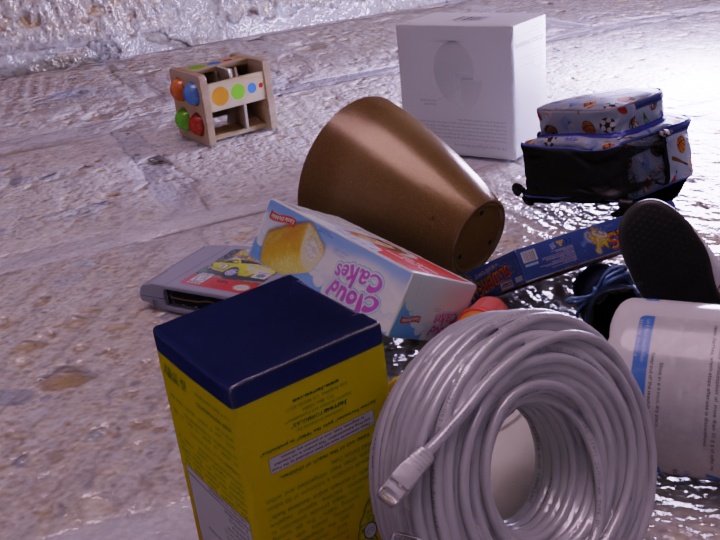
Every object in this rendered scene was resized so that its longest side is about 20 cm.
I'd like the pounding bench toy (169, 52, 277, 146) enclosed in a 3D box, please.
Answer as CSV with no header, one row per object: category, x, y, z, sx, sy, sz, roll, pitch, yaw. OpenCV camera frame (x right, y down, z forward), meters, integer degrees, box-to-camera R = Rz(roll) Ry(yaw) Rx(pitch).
pounding bench toy,-0.272,-0.315,1.807,0.156,0.125,0.200,-20,27,-29

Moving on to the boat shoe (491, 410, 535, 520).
boat shoe,0.127,0.133,0.759,0.074,0.060,0.200,26,55,16

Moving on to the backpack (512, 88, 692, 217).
backpack,0.318,-0.152,1.261,0.190,0.155,0.200,-11,19,-36

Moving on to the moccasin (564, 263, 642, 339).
moccasin,0.242,0.035,0.915,0.068,0.081,0.200,35,10,-23

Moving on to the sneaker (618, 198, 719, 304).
sneaker,0.288,0.012,0.868,0.067,0.201,0.108,-39,9,19

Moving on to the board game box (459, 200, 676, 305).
board game box,0.214,-0.017,1.039,0.199,0.035,0.135,-17,-6,-22

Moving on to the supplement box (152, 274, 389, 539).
supplement box,-0.048,0.123,0.654,0.109,0.201,0.109,-21,28,-29

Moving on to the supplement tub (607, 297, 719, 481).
supplement tub,0.285,0.092,0.733,0.199,0.132,0.132,5,26,24

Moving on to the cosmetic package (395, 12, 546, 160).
cosmetic package,0.174,-0.288,1.543,0.199,0.201,0.123,11,26,33

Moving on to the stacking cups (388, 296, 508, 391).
stacking cups,0.083,0.077,0.909,0.060,0.061,0.200,5,24,23

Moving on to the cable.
cable,0.100,0.125,0.630,0.069,0.200,0.200,-6,43,55

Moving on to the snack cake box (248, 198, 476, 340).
snack cake box,0.000,0.000,1.000,0.200,0.067,0.115,28,9,37

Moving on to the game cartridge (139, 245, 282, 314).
game cartridge,-0.134,0.014,1.136,0.199,0.041,0.133,8,23,29

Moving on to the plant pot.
plant pot,0.061,-0.077,1.154,0.200,0.187,0.186,32,42,33
